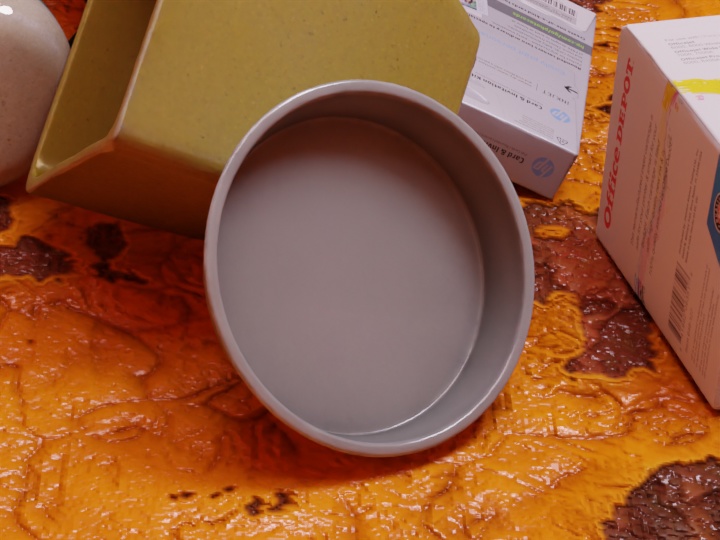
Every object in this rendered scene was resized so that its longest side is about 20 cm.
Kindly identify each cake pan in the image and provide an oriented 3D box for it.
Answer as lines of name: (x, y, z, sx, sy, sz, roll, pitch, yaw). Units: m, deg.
cake pan: (0.000, 0.000, 1.525, 0.199, 0.201, 0.037, -15, 1, -30)

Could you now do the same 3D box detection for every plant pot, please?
plant pot: (-0.049, -0.111, 1.632, 0.199, 0.195, 0.195, 21, -13, -17)

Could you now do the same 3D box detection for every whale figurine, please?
whale figurine: (-0.272, -0.124, 1.702, 0.199, 0.160, 0.104, 9, 19, -24)

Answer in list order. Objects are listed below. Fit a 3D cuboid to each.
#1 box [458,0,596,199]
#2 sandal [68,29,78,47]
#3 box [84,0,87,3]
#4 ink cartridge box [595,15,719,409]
box: (0.071, -0.139, 1.836, 0.155, 0.041, 0.200, 24, 30, -7)
sandal: (-0.162, -0.132, 1.813, 0.200, 0.058, 0.080, -4, 33, -23)
box: (-0.107, -0.203, 1.890, 0.192, 0.048, 0.200, 16, 22, -28)
ink cartridge box: (0.240, -0.040, 1.641, 0.144, 0.148, 0.200, -5, 33, -16)
